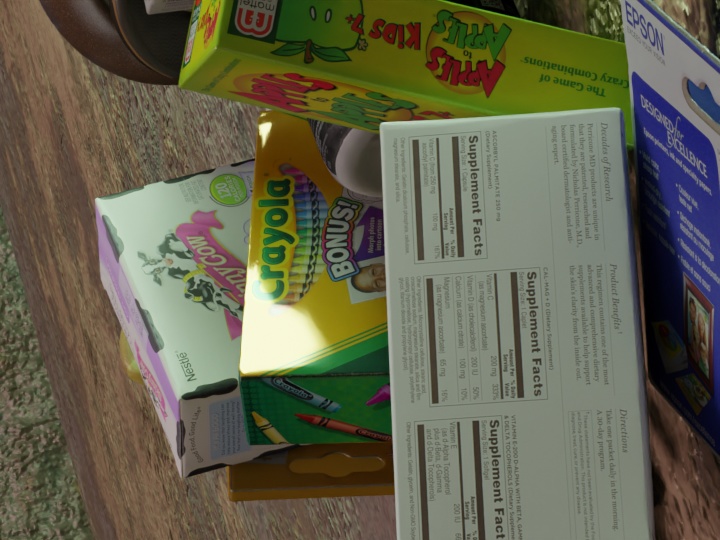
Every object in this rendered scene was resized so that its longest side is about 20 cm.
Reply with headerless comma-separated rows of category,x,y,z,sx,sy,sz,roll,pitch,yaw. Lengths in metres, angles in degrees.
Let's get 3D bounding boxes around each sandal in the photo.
sandal,-0.100,-0.194,1.675,0.055,0.081,0.201,36,135,38

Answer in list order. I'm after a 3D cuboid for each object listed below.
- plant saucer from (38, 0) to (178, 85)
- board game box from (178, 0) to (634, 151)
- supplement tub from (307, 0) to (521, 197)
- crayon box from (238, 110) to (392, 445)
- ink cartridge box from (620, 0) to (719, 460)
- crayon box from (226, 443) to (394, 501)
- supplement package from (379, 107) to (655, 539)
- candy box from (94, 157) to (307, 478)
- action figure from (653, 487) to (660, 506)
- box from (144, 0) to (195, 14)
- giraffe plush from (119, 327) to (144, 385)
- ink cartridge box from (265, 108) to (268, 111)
plant saucer,-0.106,-0.210,1.746,0.032,0.199,0.201,23,126,59
board game box,0.024,-0.093,1.337,0.102,0.199,0.048,156,125,-76
supplement tub,0.009,-0.149,1.499,0.123,0.122,0.201,101,152,-60
crayon box,0.000,0.000,1.552,0.058,0.118,0.201,84,-174,-47
ink cartridge box,0.166,-0.003,1.196,0.198,0.047,0.201,-125,27,-61
crayon box,-0.019,0.067,1.709,0.201,0.125,0.052,-95,4,-45
supplement package,0.073,0.049,1.302,0.156,0.110,0.201,69,-161,-72
candy box,-0.036,0.014,1.672,0.072,0.199,0.168,91,159,-47
action figure,0.089,0.034,1.478,0.130,0.069,0.201,73,179,-57
box,-0.009,-0.158,1.398,0.041,0.199,0.039,135,126,-75
giraffe plush,-0.061,0.057,1.982,0.200,0.173,0.162,34,163,15
ink cartridge box,-0.024,-0.195,1.658,0.146,0.084,0.201,168,89,-76
